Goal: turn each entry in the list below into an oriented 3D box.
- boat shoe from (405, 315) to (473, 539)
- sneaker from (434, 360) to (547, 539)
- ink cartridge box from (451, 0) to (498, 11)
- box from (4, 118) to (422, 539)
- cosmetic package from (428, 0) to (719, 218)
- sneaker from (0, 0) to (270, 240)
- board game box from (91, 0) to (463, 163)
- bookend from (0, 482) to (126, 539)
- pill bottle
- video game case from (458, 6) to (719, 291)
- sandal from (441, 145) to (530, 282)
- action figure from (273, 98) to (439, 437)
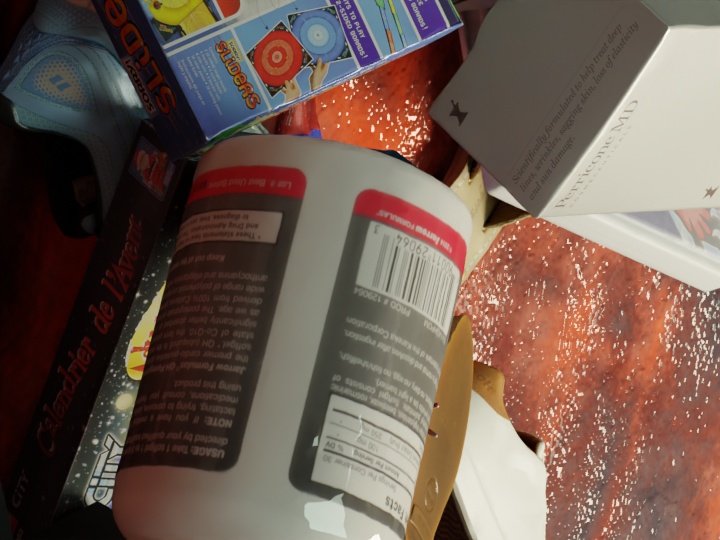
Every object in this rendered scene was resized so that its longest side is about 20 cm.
[{"bbox_3d":[0.004,0.101,1.320,0.070,0.070,0.200,72,28,-47],"label":"boat shoe"},{"bbox_3d":[0.076,0.135,1.451,0.085,0.073,0.200,-44,131,-34],"label":"sneaker"},{"bbox_3d":[0.040,-0.192,1.254,0.200,0.084,0.146,-14,87,-50],"label":"ink cartridge box"},{"bbox_3d":[-0.061,0.039,1.192,0.137,0.038,0.200,4,115,-41],"label":"box"},{"bbox_3d":[0.137,-0.090,1.276,0.200,0.081,0.113,-8,138,-51],"label":"cosmetic package"},{"bbox_3d":[-0.093,-0.046,1.190,0.090,0.078,0.200,-48,136,-6],"label":"sneaker"},{"bbox_3d":[-0.059,-0.159,1.112,0.135,0.034,0.200,-27,92,-33],"label":"board game box"},{"bbox_3d":[-0.150,0.132,1.096,0.199,0.092,0.200,-27,122,-32],"label":"bookend"},{"bbox_3d":[-0.030,0.059,1.064,0.111,0.111,0.200,36,62,-52],"label":"pill bottle"},{"bbox_3d":[0.111,-0.097,1.390,0.200,0.023,0.182,22,53,-50],"label":"video game case"},{"bbox_3d":[0.083,-0.048,1.409,0.212,0.070,0.078,-54,138,-29],"label":"sandal"},{"bbox_3d":[0.000,0.000,1.286,0.065,0.099,0.200,-44,143,-79],"label":"action figure"}]
